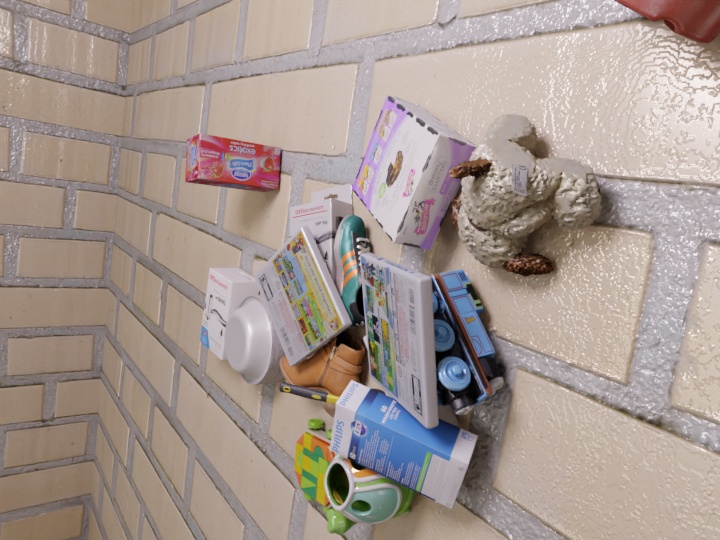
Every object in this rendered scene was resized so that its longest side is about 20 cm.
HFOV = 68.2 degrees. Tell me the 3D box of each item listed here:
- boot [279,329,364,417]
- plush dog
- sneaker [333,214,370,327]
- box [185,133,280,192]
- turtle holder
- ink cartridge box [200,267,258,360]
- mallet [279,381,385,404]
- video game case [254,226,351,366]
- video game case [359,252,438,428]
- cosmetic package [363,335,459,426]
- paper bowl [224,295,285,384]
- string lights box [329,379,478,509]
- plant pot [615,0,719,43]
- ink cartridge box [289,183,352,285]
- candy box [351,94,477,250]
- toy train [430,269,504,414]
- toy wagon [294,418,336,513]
[{"bbox_3d":[-0.074,0.169,1.016,0.200,0.076,0.157,36,121,41],"label":"boot"},{"bbox_3d":[0.178,-0.078,0.682,0.201,0.159,0.173,55,155,40],"label":"plush dog"},{"bbox_3d":[0.000,0.000,0.954,0.079,0.071,0.203,1,87,37],"label":"sneaker"},{"bbox_3d":[-0.291,-0.243,1.223,0.095,0.198,0.101,5,92,53],"label":"box"},{"bbox_3d":[0.004,0.342,0.872,0.185,0.131,0.142,-40,59,43],"label":"turtle holder"},{"bbox_3d":[-0.334,0.105,1.353,0.145,0.084,0.202,21,105,50],"label":"ink cartridge box"},{"bbox_3d":[-0.049,0.219,0.943,0.198,0.041,0.067,17,102,13],"label":"mallet"},{"bbox_3d":[-0.113,0.051,0.989,0.182,0.023,0.202,-40,68,39],"label":"video game case"},{"bbox_3d":[0.051,0.088,0.742,0.182,0.022,0.202,-154,56,-64],"label":"video game case"},{"bbox_3d":[0.077,0.173,0.852,0.083,0.050,0.201,-50,52,40],"label":"cosmetic package"},{"bbox_3d":[-0.240,0.158,1.217,0.200,0.103,0.203,-2,87,53],"label":"paper bowl"},{"bbox_3d":[0.057,0.250,0.770,0.198,0.059,0.104,21,125,16],"label":"string lights box"},{"bbox_3d":[0.317,-0.332,0.474,0.202,0.199,0.196,61,140,33],"label":"plant pot"},{"bbox_3d":[-0.077,-0.067,1.027,0.115,0.068,0.203,-6,81,38],"label":"ink cartridge box"},{"bbox_3d":[0.073,-0.155,0.824,0.169,0.071,0.200,-67,30,24],"label":"candy box"},{"bbox_3d":[0.127,0.096,0.740,0.087,0.113,0.202,114,139,-55],"label":"toy train"},{"bbox_3d":[-0.062,0.384,1.029,0.199,0.039,0.157,5,93,52],"label":"toy wagon"}]
